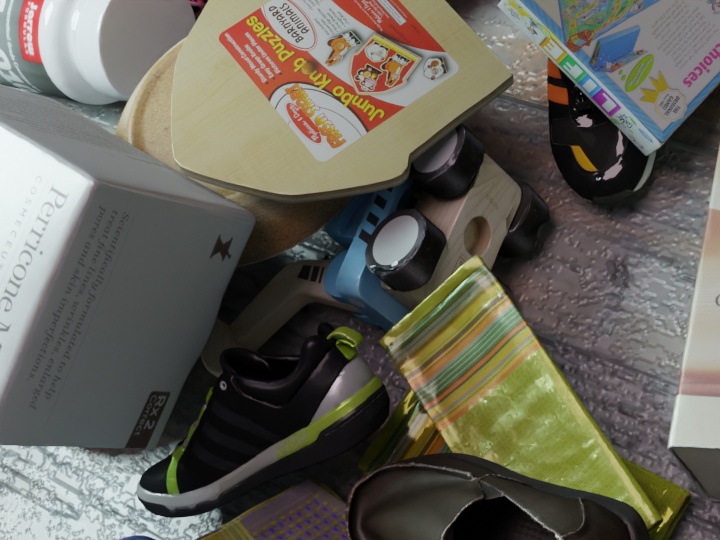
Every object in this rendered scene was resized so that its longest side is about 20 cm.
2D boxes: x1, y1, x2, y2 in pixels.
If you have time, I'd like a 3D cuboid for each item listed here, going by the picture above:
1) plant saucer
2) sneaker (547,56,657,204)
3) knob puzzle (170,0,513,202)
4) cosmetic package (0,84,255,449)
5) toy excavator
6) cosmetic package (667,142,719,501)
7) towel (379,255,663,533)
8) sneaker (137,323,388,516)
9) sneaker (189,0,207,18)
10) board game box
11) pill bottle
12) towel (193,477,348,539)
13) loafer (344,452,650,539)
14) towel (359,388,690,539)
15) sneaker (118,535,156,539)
[{"bbox_3d":[-0.083,-0.098,1.102,0.198,0.035,0.202,-10,59,16],"label":"plant saucer"},{"bbox_3d":[0.144,-0.141,1.078,0.069,0.090,0.202,-13,58,24],"label":"sneaker"},{"bbox_3d":[-0.031,-0.117,1.051,0.217,0.031,0.221,-4,61,7],"label":"knob puzzle"},{"bbox_3d":[-0.207,-0.009,1.018,0.199,0.165,0.166,29,99,30],"label":"cosmetic package"},{"bbox_3d":[0.000,0.000,1.096,0.199,0.100,0.196,8,68,49],"label":"toy excavator"},{"bbox_3d":[0.243,0.024,0.927,0.103,0.087,0.202,0,64,29],"label":"cosmetic package"},{"bbox_3d":[0.088,0.090,0.962,0.086,0.018,0.201,-45,58,20],"label":"towel"},{"bbox_3d":[-0.069,0.088,1.047,0.199,0.083,0.072,-26,8,28],"label":"sneaker"},{"bbox_3d":[-0.120,-0.234,1.311,0.199,0.079,0.096,13,86,39],"label":"sneaker"},{"bbox_3d":[0.202,-0.190,1.041,0.134,0.034,0.200,45,79,0],"label":"board game box"},{"bbox_3d":[-0.229,-0.192,1.303,0.199,0.114,0.115,15,72,42],"label":"pill bottle"},{"bbox_3d":[-0.007,0.193,0.963,0.199,0.143,0.023,30,125,36],"label":"towel"},{"bbox_3d":[0.061,0.140,0.914,0.199,0.071,0.074,-1,85,42],"label":"loafer"},{"bbox_3d":[0.093,0.126,0.994,0.199,0.018,0.086,25,79,38],"label":"towel"},{"bbox_3d":[-0.104,0.225,0.977,0.080,0.147,0.201,-5,59,-21],"label":"sneaker"}]
